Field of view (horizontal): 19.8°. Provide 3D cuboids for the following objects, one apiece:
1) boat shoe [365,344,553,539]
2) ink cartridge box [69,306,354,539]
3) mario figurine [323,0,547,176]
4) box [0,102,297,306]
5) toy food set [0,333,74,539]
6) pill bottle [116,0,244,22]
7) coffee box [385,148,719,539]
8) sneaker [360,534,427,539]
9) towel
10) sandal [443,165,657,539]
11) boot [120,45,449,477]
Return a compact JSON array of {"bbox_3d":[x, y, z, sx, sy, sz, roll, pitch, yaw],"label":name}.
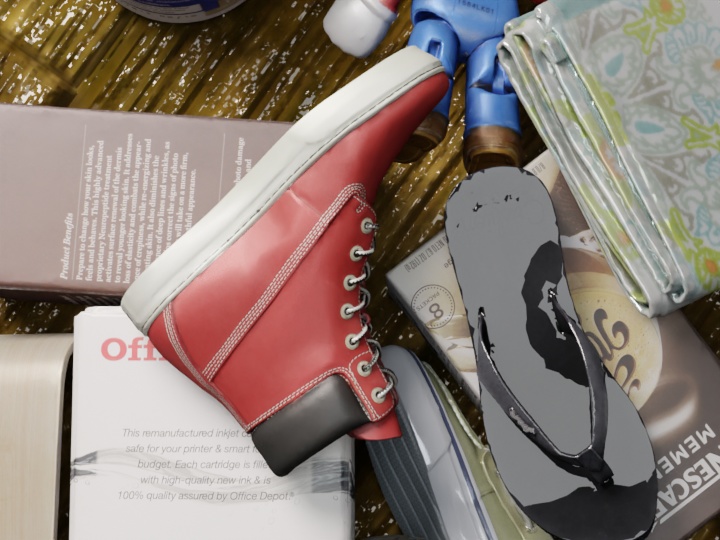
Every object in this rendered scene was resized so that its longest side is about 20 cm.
[{"bbox_3d":[0.061,0.128,1.087,0.062,0.072,0.201,-22,85,-25],"label":"boat shoe"},{"bbox_3d":[-0.075,0.123,1.078,0.144,0.084,0.201,0,83,2],"label":"ink cartridge box"},{"bbox_3d":[0.058,-0.146,1.111,0.106,0.123,0.201,-6,66,41],"label":"mario figurine"},{"bbox_3d":[-0.099,-0.029,1.107,0.199,0.075,0.101,5,83,2],"label":"box"},{"bbox_3d":[-0.218,0.133,1.105,0.143,0.060,0.201,-1,81,15],"label":"toy food set"},{"bbox_3d":[-0.105,-0.209,1.065,0.119,0.200,0.120,0,83,3],"label":"pill bottle"},{"bbox_3d":[0.117,0.052,1.079,0.113,0.080,0.200,-37,82,-3],"label":"coffee box"},{"bbox_3d":[-0.055,0.188,0.989,0.199,0.078,0.087,-12,88,1],"label":"sneaker"},{"bbox_3d":[0.180,-0.083,1.074,0.200,0.048,0.172,-24,84,-32],"label":"towel"},{"bbox_3d":[0.087,0.046,1.019,0.076,0.043,0.201,-22,82,2],"label":"sandal"},{"bbox_3d":[0.000,0.000,1.015,0.200,0.072,0.144,-45,83,5],"label":"boot"}]
